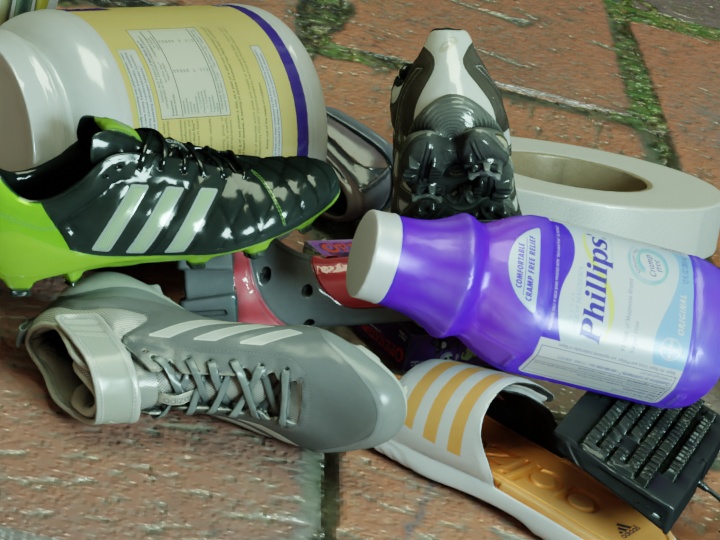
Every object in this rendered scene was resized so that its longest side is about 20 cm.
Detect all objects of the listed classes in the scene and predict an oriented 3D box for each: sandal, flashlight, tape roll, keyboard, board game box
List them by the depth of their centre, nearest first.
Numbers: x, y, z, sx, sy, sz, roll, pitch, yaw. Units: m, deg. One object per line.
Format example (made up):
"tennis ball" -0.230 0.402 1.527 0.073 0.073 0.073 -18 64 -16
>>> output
"sandal" 0.083 0.086 1.382 0.207 0.059 0.079 28 27 25
"keyboard" 0.171 0.100 1.406 0.127 0.021 0.200 38 18 7
"flashlight" 0.000 0.000 1.451 0.200 0.068 0.068 -5 -3 -3
"board game box" 0.077 0.016 1.570 0.200 0.032 0.120 -2 32 -34
"tape roll" 0.127 -0.047 1.673 0.202 0.037 0.203 9 13 -2

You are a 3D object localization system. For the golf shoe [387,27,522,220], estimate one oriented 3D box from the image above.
"golf shoe" 0.053 -0.068 1.490 0.078 0.095 0.200 -1 -18 -5

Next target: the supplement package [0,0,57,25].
"supplement package" -0.266 -0.180 1.576 0.150 0.200 0.152 18 25 6

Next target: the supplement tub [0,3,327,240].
"supplement tub" -0.134 -0.075 1.496 0.200 0.146 0.145 -6 32 -41

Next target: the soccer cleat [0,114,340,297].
"soccer cleat" -0.105 -0.043 1.382 0.200 0.081 0.068 -11 24 -17

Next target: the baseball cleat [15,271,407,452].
"baseball cleat" -0.080 0.060 1.350 0.200 0.070 0.106 15 28 23

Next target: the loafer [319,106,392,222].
"loafer" -0.069 -0.088 1.660 0.200 0.072 0.063 26 30 16

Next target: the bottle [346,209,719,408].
"bottle" 0.093 0.014 1.396 0.200 0.065 0.084 15 62 -16
